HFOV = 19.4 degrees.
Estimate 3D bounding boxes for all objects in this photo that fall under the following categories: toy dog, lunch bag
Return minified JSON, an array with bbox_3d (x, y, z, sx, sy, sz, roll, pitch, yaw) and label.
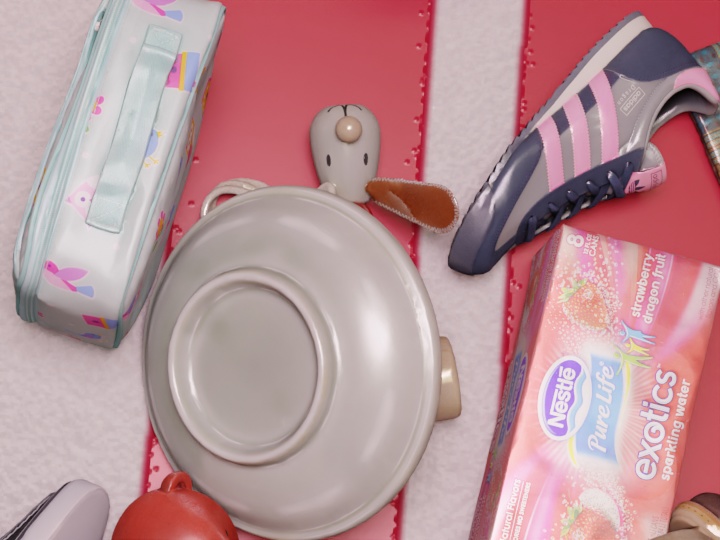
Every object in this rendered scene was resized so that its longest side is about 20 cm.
[{"bbox_3d":[0.000,0.000,1.218,0.131,0.096,0.201,-28,83,-11],"label":"toy dog"},{"bbox_3d":[-0.137,-0.064,1.185,0.077,0.160,0.201,16,78,-3],"label":"lunch bag"}]

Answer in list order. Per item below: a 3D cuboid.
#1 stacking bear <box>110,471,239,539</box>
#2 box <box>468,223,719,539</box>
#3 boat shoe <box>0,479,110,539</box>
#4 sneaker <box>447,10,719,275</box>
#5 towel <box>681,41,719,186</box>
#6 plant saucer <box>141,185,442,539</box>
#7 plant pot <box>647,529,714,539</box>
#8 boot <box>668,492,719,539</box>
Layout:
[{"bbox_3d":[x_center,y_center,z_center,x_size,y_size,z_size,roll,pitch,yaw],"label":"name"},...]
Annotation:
[{"bbox_3d":[-0.131,0.203,1.144,0.113,0.122,0.200,4,45,35],"label":"stacking bear"},{"bbox_3d":[0.132,0.087,1.214,0.102,0.095,0.201,16,77,-2],"label":"box"},{"bbox_3d":[-0.218,0.192,1.173,0.068,0.072,0.200,26,70,23],"label":"boat shoe"},{"bbox_3d":[0.135,-0.062,1.255,0.082,0.070,0.200,38,78,11],"label":"sneaker"},{"bbox_3d":[0.309,-0.098,1.309,0.199,0.022,0.147,-20,80,-7],"label":"towel"},{"bbox_3d":[-0.052,0.052,1.170,0.199,0.050,0.201,0,90,31],"label":"plant saucer"},{"bbox_3d":[0.154,0.247,1.078,0.199,0.200,0.178,-24,58,25],"label":"plant pot"},{"bbox_3d":[0.280,0.144,1.218,0.200,0.072,0.167,41,69,-18],"label":"boot"}]
